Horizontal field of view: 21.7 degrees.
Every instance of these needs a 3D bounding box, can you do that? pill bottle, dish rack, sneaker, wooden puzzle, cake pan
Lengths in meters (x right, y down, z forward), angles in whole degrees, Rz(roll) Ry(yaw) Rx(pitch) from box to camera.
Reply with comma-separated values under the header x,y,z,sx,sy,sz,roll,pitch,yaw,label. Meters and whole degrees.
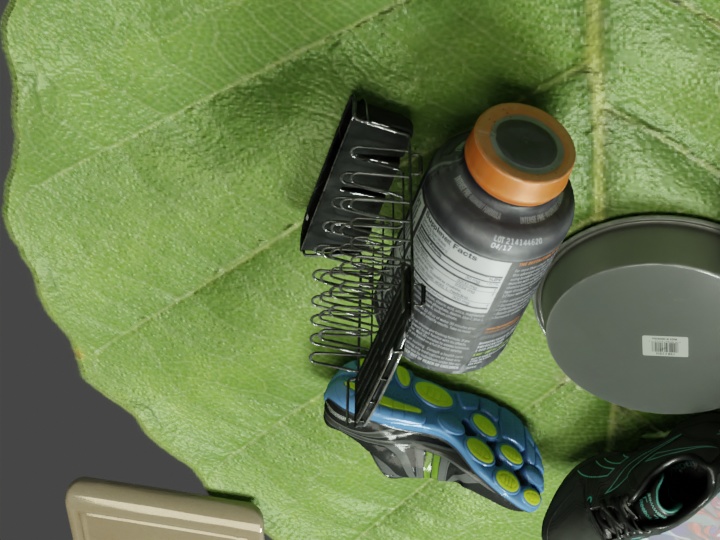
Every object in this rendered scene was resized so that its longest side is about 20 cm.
x,y,z,sx,sy,sz,roll,pitch,yaw,label
0.083,-0.025,1.298,0.106,0.106,0.200,17,139,-5,pill bottle
0.000,0.000,1.282,0.054,0.201,0.154,9,141,-11,dish rack
0.217,0.177,1.491,0.200,0.079,0.075,-37,92,30,sneaker
-0.177,0.270,1.764,0.184,0.037,0.200,8,135,6,wooden puzzle
0.225,0.040,1.388,0.199,0.037,0.201,7,140,6,cake pan
0.060,0.137,1.525,0.199,0.071,0.083,26,143,-8,sneaker

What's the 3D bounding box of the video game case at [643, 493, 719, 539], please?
x,y,z,sx,sy,sz,roll,pitch,yaw,label
0.321,0.210,1.569,0.182,0.023,0.200,-10,135,25,video game case
